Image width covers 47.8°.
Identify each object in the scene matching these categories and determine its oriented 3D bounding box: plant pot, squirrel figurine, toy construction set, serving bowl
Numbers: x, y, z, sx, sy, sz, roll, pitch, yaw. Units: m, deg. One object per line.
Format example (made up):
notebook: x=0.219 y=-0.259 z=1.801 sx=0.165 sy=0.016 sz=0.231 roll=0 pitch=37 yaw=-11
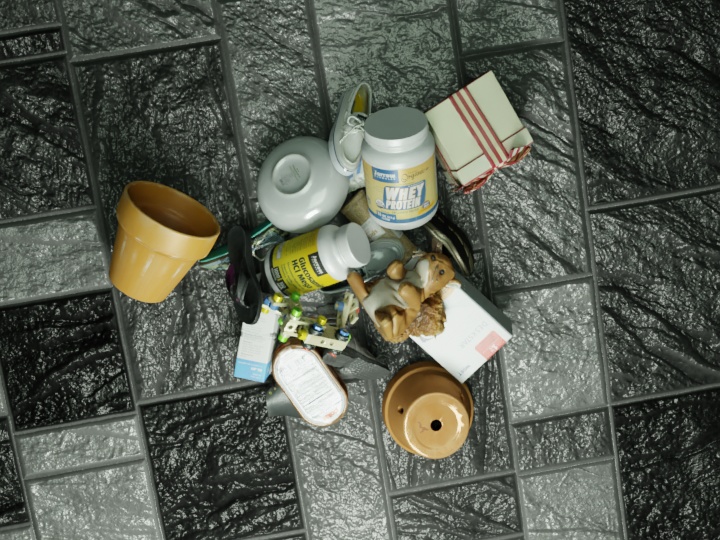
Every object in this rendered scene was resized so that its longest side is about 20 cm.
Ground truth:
plant pot: x=0.149 y=0.304 z=1.702 sx=0.197 sy=0.140 sz=0.203 roll=-1 pitch=97 yaw=-4
squirrel figurine: x=0.103 y=0.048 z=1.587 sx=0.186 sy=0.142 sz=0.201 roll=-35 pitch=140 yaw=-6
plant pot: x=-0.405 y=-0.046 z=1.610 sx=0.199 sy=0.201 sz=0.184 roll=28 pitch=109 yaw=-6
toy construction set: x=-0.087 y=0.097 z=1.581 sx=0.198 sy=0.131 sz=0.093 roll=0 pitch=122 yaw=-27
serving bowl: x=-0.125 y=-0.180 z=1.619 sx=0.197 sy=0.066 sz=0.203 roll=-5 pitch=74 yaw=19

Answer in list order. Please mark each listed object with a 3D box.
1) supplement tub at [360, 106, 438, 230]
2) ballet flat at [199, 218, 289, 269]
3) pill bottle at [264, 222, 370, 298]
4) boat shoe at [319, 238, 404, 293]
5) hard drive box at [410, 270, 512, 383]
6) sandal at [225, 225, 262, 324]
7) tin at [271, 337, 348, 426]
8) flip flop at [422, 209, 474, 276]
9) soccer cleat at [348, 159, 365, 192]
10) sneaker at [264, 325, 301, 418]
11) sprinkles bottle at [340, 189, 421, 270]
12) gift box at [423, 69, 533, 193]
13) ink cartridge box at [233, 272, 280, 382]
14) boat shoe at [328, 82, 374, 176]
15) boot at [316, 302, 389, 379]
supplement tub: x=0.076 y=-0.197 z=1.571 sx=0.143 sy=0.145 sz=0.202 roll=-10 pitch=129 yaw=-2
ballet flat: x=-0.234 y=-0.039 z=1.676 sx=0.198 sy=0.074 sz=0.075 roll=-28 pitch=98 yaw=3
pill bottle: x=-0.083 y=-0.023 z=1.606 sx=0.198 sy=0.112 sz=0.114 roll=-20 pitch=99 yaw=30
boat shoe: x=-0.001 y=-0.001 z=1.657 sx=0.199 sy=0.072 sz=0.071 roll=-23 pitch=109 yaw=24
hard drive box: x=0.193 y=0.106 z=1.693 sx=0.200 sy=0.077 sz=0.156 roll=40 pitch=110 yaw=-7
sandal: x=-0.240 y=0.010 z=1.591 sx=0.075 sy=0.048 sz=0.203 roll=-25 pitch=71 yaw=39
tin: x=-0.103 y=0.231 z=1.660 sx=0.111 sy=0.042 sz=0.201 roll=-31 pitch=107 yaw=11
flip flop: x=0.167 y=-0.067 z=1.697 sx=0.200 sy=0.081 sz=0.057 roll=44 pitch=128 yaw=-15
soccer cleat: x=-0.009 y=-0.196 z=1.662 sx=0.086 sy=0.070 sz=0.200 roll=41 pitch=91 yaw=10
sneaker: x=-0.150 y=0.215 z=1.703 sx=0.105 sy=0.075 sz=0.203 roll=-2 pitch=98 yaw=-7
sprinkles bottle: x=0.048 y=-0.075 z=1.686 sx=0.068 sy=0.068 sz=0.200 roll=-44 pitch=97 yaw=2
gift box: x=0.221 y=-0.265 z=1.614 sx=0.183 sy=0.200 sz=0.188 roll=-32 pitch=99 yaw=6
ink cartridge box: x=-0.202 y=0.114 z=1.666 sx=0.066 sy=0.116 sz=0.203 roll=11 pitch=97 yaw=2
boat shoe: x=-0.005 y=-0.287 z=1.604 sx=0.074 sy=0.086 sz=0.204 roll=26 pitch=58 yaw=-28
boot: x=-0.010 y=0.144 z=1.699 sx=0.069 sy=0.199 sz=0.133 roll=-25 pitch=54 yaw=26
